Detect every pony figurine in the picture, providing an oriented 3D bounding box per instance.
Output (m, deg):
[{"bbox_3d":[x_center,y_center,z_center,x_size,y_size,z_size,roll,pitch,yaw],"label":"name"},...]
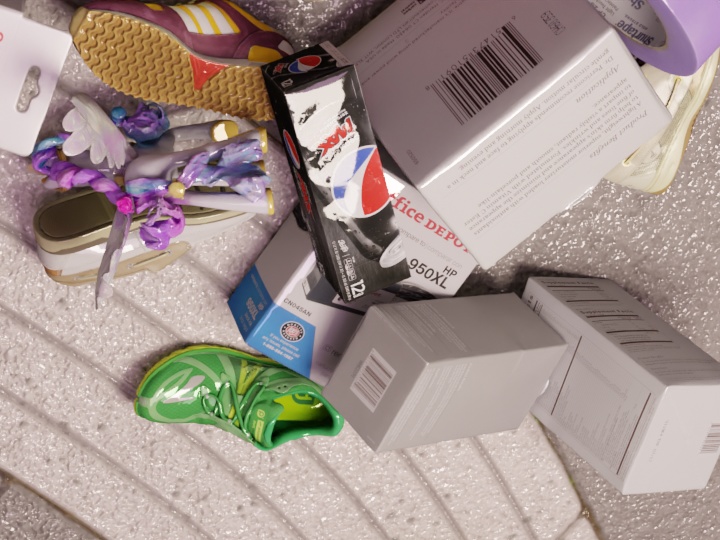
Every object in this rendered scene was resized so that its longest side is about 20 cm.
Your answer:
[{"bbox_3d":[-0.172,-0.072,1.435,0.199,0.193,0.168,-4,107,-6],"label":"pony figurine"}]

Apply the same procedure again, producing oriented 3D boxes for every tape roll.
[{"bbox_3d":[0.225,-0.256,1.451,0.085,0.200,0.200,-47,119,-5],"label":"tape roll"}]

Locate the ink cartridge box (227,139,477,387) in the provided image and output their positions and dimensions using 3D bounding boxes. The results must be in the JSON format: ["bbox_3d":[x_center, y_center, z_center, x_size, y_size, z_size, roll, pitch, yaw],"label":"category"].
[{"bbox_3d":[0.000,0.000,1.588,0.144,0.084,0.200,30,104,-27],"label":"ink cartridge box"}]

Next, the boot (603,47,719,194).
[{"bbox_3d":[0.225,-0.170,1.576,0.154,0.072,0.201,8,114,-16],"label":"boot"}]

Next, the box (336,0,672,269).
[{"bbox_3d":[0.110,-0.148,1.466,0.199,0.200,0.131,-39,135,5],"label":"box"}]

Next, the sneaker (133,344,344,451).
[{"bbox_3d":[-0.104,0.116,1.618,0.199,0.084,0.074,2,116,-16],"label":"sneaker"}]

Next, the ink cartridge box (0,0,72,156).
[{"bbox_3d":[-0.338,-0.178,1.408,0.199,0.067,0.116,19,110,-17],"label":"ink cartridge box"}]

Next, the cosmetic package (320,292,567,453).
[{"bbox_3d":[0.077,0.087,1.567,0.199,0.090,0.107,-4,131,-50],"label":"cosmetic package"}]

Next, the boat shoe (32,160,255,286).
[{"bbox_3d":[-0.180,-0.040,1.534,0.199,0.075,0.069,-12,138,-12],"label":"boat shoe"}]

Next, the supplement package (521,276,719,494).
[{"bbox_3d":[0.232,0.100,1.624,0.109,0.200,0.114,2,118,-37],"label":"supplement package"}]

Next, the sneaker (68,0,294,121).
[{"bbox_3d":[-0.145,-0.186,1.455,0.199,0.090,0.075,17,130,-28],"label":"sneaker"}]

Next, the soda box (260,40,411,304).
[{"bbox_3d":[-0.019,-0.078,1.454,0.063,0.071,0.201,-23,120,-11],"label":"soda box"}]
